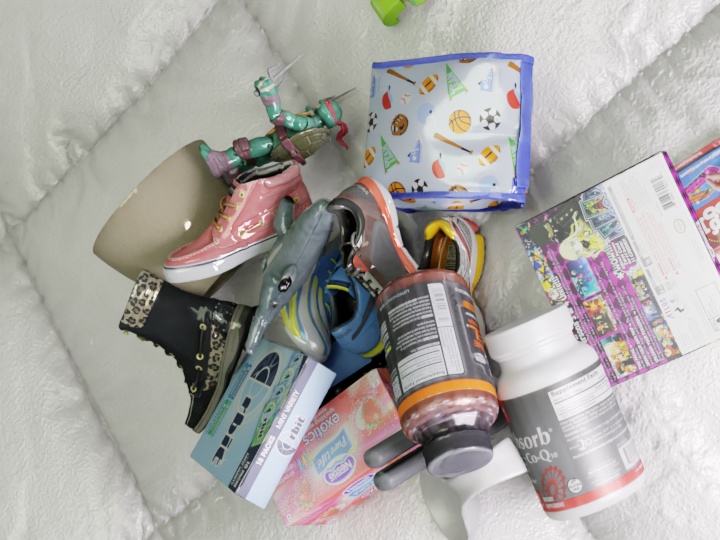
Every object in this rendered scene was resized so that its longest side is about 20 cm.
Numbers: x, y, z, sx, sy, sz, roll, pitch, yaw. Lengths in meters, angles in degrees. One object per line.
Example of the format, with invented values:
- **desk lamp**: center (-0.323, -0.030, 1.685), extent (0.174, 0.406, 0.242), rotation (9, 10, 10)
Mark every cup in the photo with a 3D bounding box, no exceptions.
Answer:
- **cup**: center (-0.219, -0.044, 1.655), extent (0.143, 0.200, 0.201), rotation (44, 108, 2)

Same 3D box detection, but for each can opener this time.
- **can opener**: center (0.097, 0.173, 1.412), extent (0.067, 0.198, 0.054), rotation (-19, 97, 58)

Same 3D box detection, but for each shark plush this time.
- **shark plush**: center (-0.092, -0.001, 1.500), extent (0.091, 0.083, 0.201), rotation (39, 96, -14)

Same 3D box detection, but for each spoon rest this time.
- **spoon rest**: center (0.110, 0.240, 1.414), extent (0.100, 0.060, 0.200), rotation (60, 151, 16)

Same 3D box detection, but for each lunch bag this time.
- **lunch bag**: center (0.112, -0.154, 1.484), extent (0.198, 0.123, 0.173), rotation (-1, 84, 42)

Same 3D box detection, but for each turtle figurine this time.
- **turtle figurine**: center (-0.094, -0.175, 1.589), extent (0.198, 0.150, 0.102), rotation (-30, 63, 6)

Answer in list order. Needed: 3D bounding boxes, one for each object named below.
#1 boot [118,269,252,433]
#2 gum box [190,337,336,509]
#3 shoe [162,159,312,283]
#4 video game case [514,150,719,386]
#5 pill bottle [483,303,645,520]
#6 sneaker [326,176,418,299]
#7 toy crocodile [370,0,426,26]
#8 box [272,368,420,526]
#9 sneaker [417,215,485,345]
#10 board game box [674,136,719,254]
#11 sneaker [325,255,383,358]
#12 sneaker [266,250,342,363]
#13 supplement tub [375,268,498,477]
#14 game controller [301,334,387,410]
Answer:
- **boot**: center (-0.229, 0.099, 1.627), extent (0.152, 0.074, 0.205), rotation (22, 125, -2)
- **gum box**: center (-0.118, 0.172, 1.524), extent (0.172, 0.044, 0.199), rotation (-61, 20, -8)
- **shoe**: center (-0.151, -0.060, 1.546), extent (0.071, 0.197, 0.092), rotation (-137, 28, -66)
- **video game case**: center (0.283, 0.004, 1.373), extent (0.180, 0.036, 0.202), rotation (-28, 85, 26)
- **pill bottle**: center (0.208, 0.145, 1.352), extent (0.115, 0.116, 0.203), rotation (-23, 89, 27)
- **sneaker**: center (0.014, 0.001, 1.458), extent (0.077, 0.081, 0.203), rotation (-20, 94, 56)
- **toy crocodile**: center (0.084, -0.384, 1.578), extent (0.067, 0.062, 0.201), rotation (43, 101, 30)
- **box**: center (-0.010, 0.208, 1.518), extent (0.199, 0.102, 0.096), rotation (-38, 65, 21)
- **sneaker**: center (0.094, 0.036, 1.490), extent (0.077, 0.082, 0.204), rotation (-6, 80, 31)
- **board game box**: center (0.335, -0.051, 1.388), extent (0.199, 0.019, 0.104), rotation (-34, 67, 24)
- **sneaker**: center (0.000, 0.000, 1.532), extent (0.065, 0.078, 0.203), rotation (-19, 53, 37)
- **sneaker**: center (-0.053, 0.009, 1.578), extent (0.104, 0.076, 0.202), rotation (-33, 55, 18)
- **supplement tub**: center (0.083, 0.108, 1.352), extent (0.106, 0.106, 0.203), rotation (-27, 58, 26)
- **game controller**: center (-0.026, 0.116, 1.563), extent (0.199, 0.042, 0.105), rotation (-35, 32, 24)
